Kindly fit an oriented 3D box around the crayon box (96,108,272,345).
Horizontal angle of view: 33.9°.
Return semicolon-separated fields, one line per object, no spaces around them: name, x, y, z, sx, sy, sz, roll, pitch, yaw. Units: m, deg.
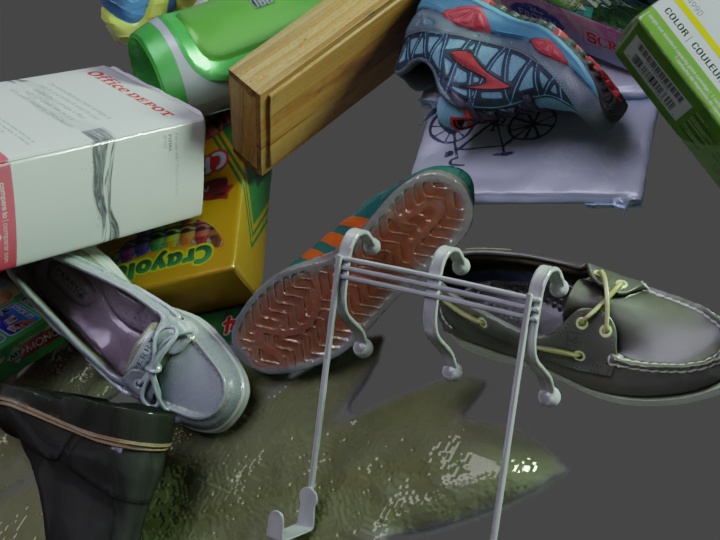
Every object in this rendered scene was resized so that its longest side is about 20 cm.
crayon box;-0.136;-0.029;0.912;0.127;0.051;0.200;-13;51;17

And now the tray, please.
tray;-0.013;-0.163;0.891;0.037;0.099;0.200;40;65;18

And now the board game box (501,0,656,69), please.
board game box;0.239;-0.226;0.858;0.199;0.041;0.200;30;69;32

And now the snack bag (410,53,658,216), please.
snack bag;0.129;-0.125;0.871;0.188;0.021;0.200;2;56;27

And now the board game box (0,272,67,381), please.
board game box;-0.311;0.023;0.941;0.200;0.029;0.134;23;44;38

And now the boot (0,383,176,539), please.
boot;-0.206;0.152;0.800;0.200;0.077;0.139;1;80;53

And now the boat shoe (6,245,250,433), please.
boat shoe;-0.165;0.043;0.824;0.202;0.065;0.075;39;100;17

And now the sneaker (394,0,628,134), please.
sneaker;0.101;-0.129;0.840;0.200;0.079;0.096;38;95;44

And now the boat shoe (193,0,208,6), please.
boat shoe;-0.082;-0.231;1.022;0.093;0.075;0.200;-9;51;30

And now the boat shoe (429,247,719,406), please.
boat shoe;0.133;0.030;0.722;0.201;0.060;0.072;11;61;33

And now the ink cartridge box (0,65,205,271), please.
ink cartridge box;-0.230;-0.076;0.841;0.200;0.083;0.146;-18;35;-38

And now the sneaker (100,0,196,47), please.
sneaker;-0.166;-0.298;1.097;0.200;0.105;0.076;-44;48;-9

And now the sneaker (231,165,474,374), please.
sneaker;0.000;0.000;0.816;0.200;0.071;0.080;-36;3;16

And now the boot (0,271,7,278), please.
boot;-0.326;-0.061;0.968;0.155;0.077;0.200;18;34;29

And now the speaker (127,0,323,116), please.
speaker;-0.079;-0.186;0.945;0.200;0.089;0.088;-24;44;-20

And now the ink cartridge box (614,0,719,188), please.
ink cartridge box;0.282;-0.147;0.725;0.200;0.076;0.148;-37;86;-2

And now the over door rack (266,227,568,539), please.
over door rack;0.037;0.085;0.712;0.147;0.067;0.201;12;87;34
